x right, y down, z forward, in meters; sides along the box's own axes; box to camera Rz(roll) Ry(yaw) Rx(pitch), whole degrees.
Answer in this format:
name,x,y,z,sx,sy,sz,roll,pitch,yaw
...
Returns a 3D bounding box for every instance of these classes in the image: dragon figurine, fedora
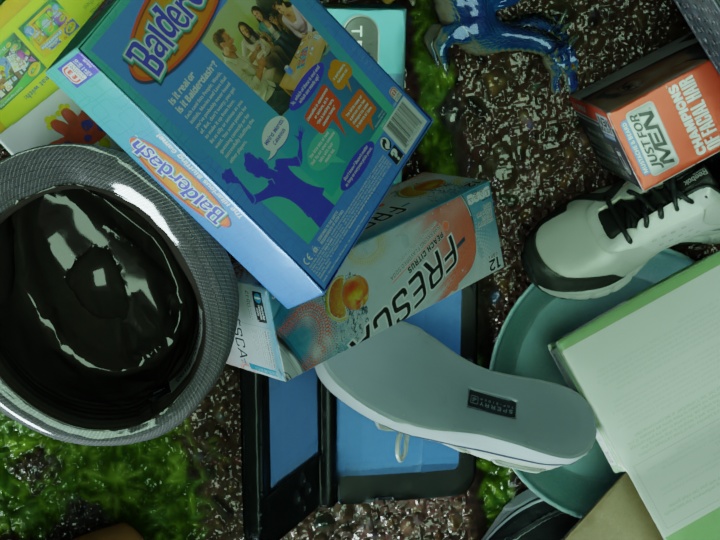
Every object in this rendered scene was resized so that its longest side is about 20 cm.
name,x,y,z,sx,sy,sz,roll,pitch,yaw
dragon figurine,0.076,-0.199,1.241,0.099,0.059,0.201,-29,105,-1
fedora,-0.166,0.006,1.117,0.176,0.090,0.200,-37,110,7

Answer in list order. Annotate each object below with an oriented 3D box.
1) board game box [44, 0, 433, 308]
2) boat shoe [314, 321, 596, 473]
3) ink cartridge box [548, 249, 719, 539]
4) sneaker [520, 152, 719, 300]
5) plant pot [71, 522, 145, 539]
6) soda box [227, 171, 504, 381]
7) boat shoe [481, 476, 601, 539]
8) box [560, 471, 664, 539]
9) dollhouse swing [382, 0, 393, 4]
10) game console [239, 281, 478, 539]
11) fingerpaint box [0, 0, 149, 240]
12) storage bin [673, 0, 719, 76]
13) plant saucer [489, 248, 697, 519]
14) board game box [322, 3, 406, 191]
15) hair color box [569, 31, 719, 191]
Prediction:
name,x,y,z,sx,sy,sz,roll,pitch,yaw
board game box,-0.066,-0.102,1.083,0.200,0.045,0.153,45,54,-17
boat shoe,0.054,0.092,1.252,0.200,0.086,0.075,16,62,-14
ink cartridge box,0.239,0.104,1.266,0.145,0.048,0.201,-28,86,-5
sneaker,0.200,-0.044,1.263,0.198,0.080,0.074,-22,69,-14
plant pot,-0.181,0.266,1.247,0.139,0.200,0.201,-33,105,-16
soda box,0.000,0.000,1.190,0.199,0.068,0.064,-27,115,-35
boat shoe,0.100,0.228,1.330,0.199,0.068,0.072,-36,104,-1
box,0.263,0.203,1.286,0.200,0.021,0.164,44,85,7
dollhouse swing,0.034,-0.313,1.118,0.200,0.176,0.182,49,54,1
game console,0.001,0.078,1.265,0.115,0.176,0.202,4,103,20
fingerpaint box,-0.140,-0.138,1.166,0.200,0.073,0.167,-42,107,4
storage bin,0.275,-0.181,1.141,0.135,0.094,0.201,-35,104,1
plant saucer,0.184,0.079,1.320,0.198,0.036,0.202,-1,96,-8
board game box,-0.071,-0.105,1.247,0.198,0.047,0.153,0,102,-7
hair color box,0.252,-0.133,1.253,0.199,0.111,0.064,-29,104,-1
